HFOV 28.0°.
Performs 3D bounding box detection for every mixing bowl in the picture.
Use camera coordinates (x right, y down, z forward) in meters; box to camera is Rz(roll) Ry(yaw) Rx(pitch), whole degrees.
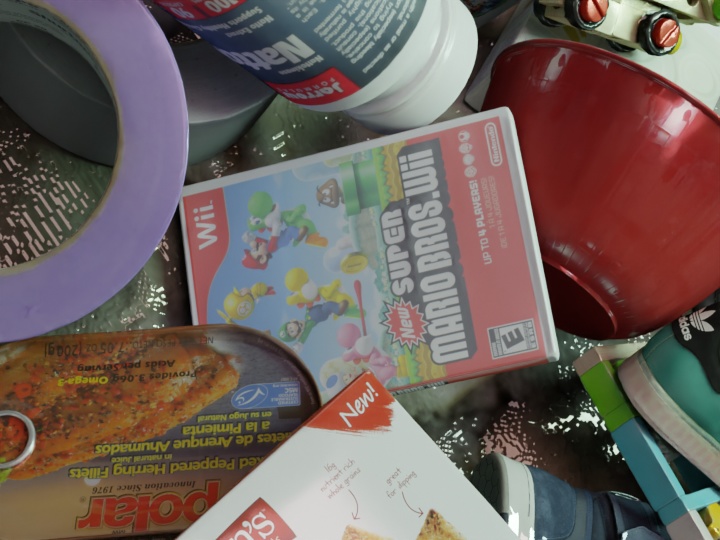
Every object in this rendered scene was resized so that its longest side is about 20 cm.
[{"bbox_3d":[0.135,-0.031,0.858,0.199,0.200,0.109,38,74,-8],"label":"mixing bowl"}]

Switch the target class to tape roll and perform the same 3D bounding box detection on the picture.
[{"bbox_3d":[-0.185,-0.065,0.720,0.197,0.085,0.203,0,90,-8],"label":"tape roll"},{"bbox_3d":[-0.127,-0.164,0.844,0.198,0.066,0.203,10,66,-23],"label":"tape roll"}]

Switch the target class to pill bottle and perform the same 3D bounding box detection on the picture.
[{"bbox_3d":[-0.026,-0.154,0.761,0.199,0.119,0.121,32,55,-46],"label":"pill bottle"}]

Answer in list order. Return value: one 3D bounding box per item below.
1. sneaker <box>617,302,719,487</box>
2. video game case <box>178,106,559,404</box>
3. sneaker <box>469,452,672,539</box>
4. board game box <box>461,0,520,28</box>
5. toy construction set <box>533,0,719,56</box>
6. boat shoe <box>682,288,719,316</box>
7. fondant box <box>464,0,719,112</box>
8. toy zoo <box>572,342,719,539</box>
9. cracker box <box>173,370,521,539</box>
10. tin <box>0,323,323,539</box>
[{"bbox_3d":[0.245,0.094,0.847,0.199,0.080,0.072,36,28,-23],"label":"sneaker"},{"bbox_3d":[0.000,0.000,0.798,0.197,0.017,0.145,-13,72,12],"label":"video game case"},{"bbox_3d":[0.124,0.217,0.810,0.145,0.077,0.205,18,65,-19],"label":"sneaker"},{"bbox_3d":[0.018,-0.251,0.909,0.199,0.064,0.149,8,63,-48],"label":"board game box"},{"bbox_3d":[0.169,-0.209,0.917,0.198,0.092,0.133,13,94,-17],"label":"toy construction set"},{"bbox_3d":[0.262,0.075,0.940,0.072,0.062,0.203,-4,73,-29],"label":"boat shoe"},{"bbox_3d":[0.177,-0.153,0.992,0.144,0.058,0.201,36,58,-9],"label":"fondant box"},{"bbox_3d":[0.211,0.133,0.863,0.131,0.020,0.201,0,56,-54],"label":"toy zoo"},{"bbox_3d":[0.018,0.164,0.642,0.134,0.058,0.200,-39,81,-28],"label":"cracker box"},{"bbox_3d":[-0.116,0.087,0.721,0.197,0.042,0.113,-3,54,0],"label":"tin"}]
